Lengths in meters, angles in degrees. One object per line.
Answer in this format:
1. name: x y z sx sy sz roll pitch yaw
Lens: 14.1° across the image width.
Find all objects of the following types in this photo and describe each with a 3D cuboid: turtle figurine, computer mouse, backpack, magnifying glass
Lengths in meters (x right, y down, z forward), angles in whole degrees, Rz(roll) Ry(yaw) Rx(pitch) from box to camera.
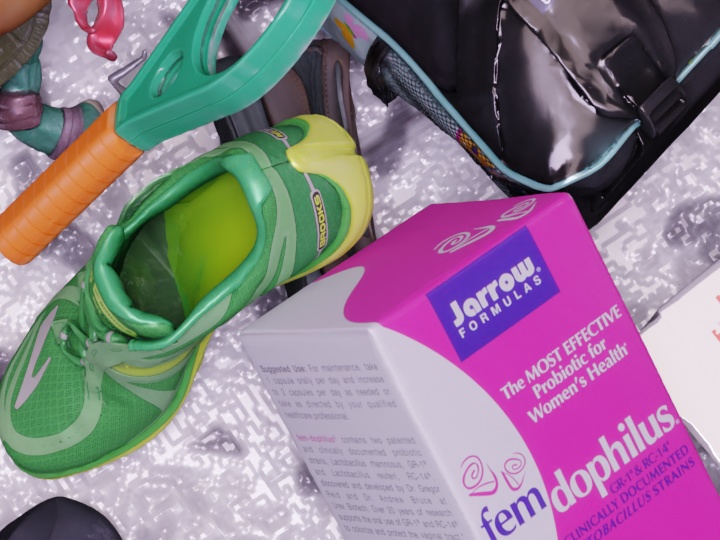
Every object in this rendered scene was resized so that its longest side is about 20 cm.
1. turtle figurine: -0.164 -0.096 1.143 0.200 0.101 0.150 -31 80 1
2. computer mouse: -0.126 0.156 1.075 0.034 0.200 0.059 -29 117 34
3. backpack: 0.062 -0.133 1.120 0.200 0.153 0.176 42 88 7
4. magnifying glass: -0.072 -0.065 1.080 0.022 0.200 0.080 32 38 -28

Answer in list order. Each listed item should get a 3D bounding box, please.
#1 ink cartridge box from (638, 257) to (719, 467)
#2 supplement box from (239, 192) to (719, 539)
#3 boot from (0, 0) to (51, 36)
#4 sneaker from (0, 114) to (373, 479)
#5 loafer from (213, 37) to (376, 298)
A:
1. ink cartridge box: 0.190 0.029 1.141 0.200 0.068 0.116 -38 84 -7
2. supplement box: 0.058 0.082 1.071 0.101 0.103 0.200 -34 104 -26
3. boot: -0.058 -0.152 1.038 0.155 0.074 0.200 22 74 40
4. sneaker: -0.083 0.007 1.101 0.200 0.083 0.074 -44 68 30
5. loafer: 0.000 0.000 1.144 0.063 0.072 0.200 -20 80 -10
